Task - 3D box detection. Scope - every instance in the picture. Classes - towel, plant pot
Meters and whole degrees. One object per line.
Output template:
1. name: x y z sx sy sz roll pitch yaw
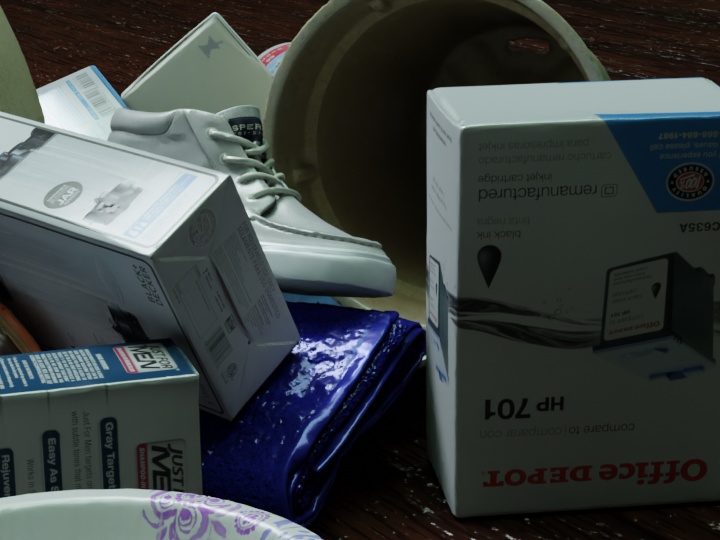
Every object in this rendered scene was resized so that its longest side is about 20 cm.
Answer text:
1. towel: -0.083 0.058 0.932 0.200 0.050 0.148 6 40 30
2. plant pot: 0.070 -0.075 1.053 0.200 0.201 0.183 5 10 19

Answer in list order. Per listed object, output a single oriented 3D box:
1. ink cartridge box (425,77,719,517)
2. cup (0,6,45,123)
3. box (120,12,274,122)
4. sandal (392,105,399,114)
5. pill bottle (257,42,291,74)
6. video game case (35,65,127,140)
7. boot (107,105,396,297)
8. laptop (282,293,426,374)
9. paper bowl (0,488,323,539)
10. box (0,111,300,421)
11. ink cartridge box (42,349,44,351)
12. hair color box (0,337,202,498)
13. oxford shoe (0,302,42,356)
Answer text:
1. ink cartridge box: 0.109 0.012 0.894 0.146 0.200 0.086 -3 18 -8
2. cup: -0.263 -0.093 1.016 0.143 0.200 0.200 41 19 -2
3. box: -0.092 -0.101 1.148 0.078 0.095 0.200 -41 6 -1
4. sandal: -0.016 -0.122 1.222 0.059 0.079 0.207 20 21 -14
5. pill bottle: -0.020 -0.130 1.555 0.109 0.109 0.200 -9 18 -27
6. video game case: -0.215 -0.040 1.086 0.200 0.018 0.143 -27 54 -20
7. boot: -0.065 -0.042 0.967 0.200 0.096 0.074 9 -5 29
8. laptop: 0.000 0.000 1.077 0.187 0.116 0.200 -16 4 -40
9. paper bowl: -0.094 0.154 0.581 0.200 0.104 0.201 0 16 0
10. box: -0.137 -0.009 0.906 0.200 0.117 0.060 15 52 37
11. ink cartridge box: -0.270 0.002 1.155 0.200 0.084 0.176 -7 18 -20
12. hair color box: -0.172 0.094 0.801 0.200 0.100 0.061 -5 15 -16
13. oxford shoe: -0.246 0.037 0.956 0.200 0.071 0.073 13 50 36
